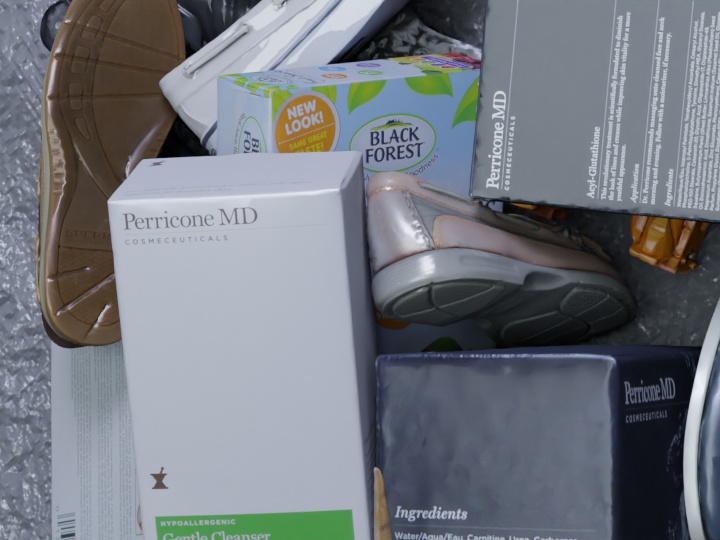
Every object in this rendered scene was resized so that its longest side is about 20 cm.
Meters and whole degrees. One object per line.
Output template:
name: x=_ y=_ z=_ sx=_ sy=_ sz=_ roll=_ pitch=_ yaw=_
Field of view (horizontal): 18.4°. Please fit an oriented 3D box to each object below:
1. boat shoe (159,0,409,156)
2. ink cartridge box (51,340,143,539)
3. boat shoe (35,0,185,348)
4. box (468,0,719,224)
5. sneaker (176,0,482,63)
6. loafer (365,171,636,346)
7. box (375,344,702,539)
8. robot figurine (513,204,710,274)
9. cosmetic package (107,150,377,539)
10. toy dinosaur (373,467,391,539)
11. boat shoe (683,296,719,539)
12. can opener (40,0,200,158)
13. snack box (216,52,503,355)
boat shoe: x=-0.017 y=-0.142 z=1.103 sx=0.066 sy=0.072 sz=0.200 roll=46 pitch=102 yaw=3
ink cartridge box: x=-0.106 y=0.086 z=1.158 sx=0.174 sy=0.044 sz=0.200 roll=-16 pitch=72 yaw=53
boat shoe: x=-0.136 y=-0.057 z=1.144 sx=0.072 sy=0.072 sz=0.200 roll=7 pitch=80 yaw=-19
box: x=0.132 y=-0.125 z=0.993 sx=0.141 sy=0.079 sz=0.200 roll=7 pitch=96 yaw=15
sneaker: x=-0.030 y=-0.134 z=1.175 sx=0.200 sy=0.060 sz=0.104 roll=42 pitch=101 yaw=19
loafer: x=0.069 y=-0.007 z=1.052 sx=0.072 sy=0.200 sz=0.063 roll=-25 pitch=70 yaw=28
box: x=0.096 y=0.135 z=1.036 sx=0.117 sy=0.197 sz=0.200 roll=-2 pitch=89 yaw=24
robot figurine: x=0.152 y=-0.108 z=1.087 sx=0.145 sy=0.058 sz=0.200 roll=24 pitch=99 yaw=20
cosmetic package: x=-0.046 y=0.052 z=0.997 sx=0.107 sy=0.085 sz=0.200 roll=-4 pitch=106 yaw=7
toy dinosaur: x=0.049 y=0.190 z=0.928 sx=0.200 sy=0.060 sz=0.106 roll=39 pitch=80 yaw=13
boat shoe: x=0.196 y=0.041 z=1.036 sx=0.062 sy=0.075 sz=0.200 roll=7 pitch=63 yaw=21
can opener: x=-0.103 y=-0.080 z=1.206 sx=0.063 sy=0.079 sz=0.200 roll=-41 pitch=83 yaw=11
snack box: x=0.000 y=0.000 z=1.087 sx=0.053 sy=0.142 sz=0.200 roll=22 pitch=115 yaw=51
